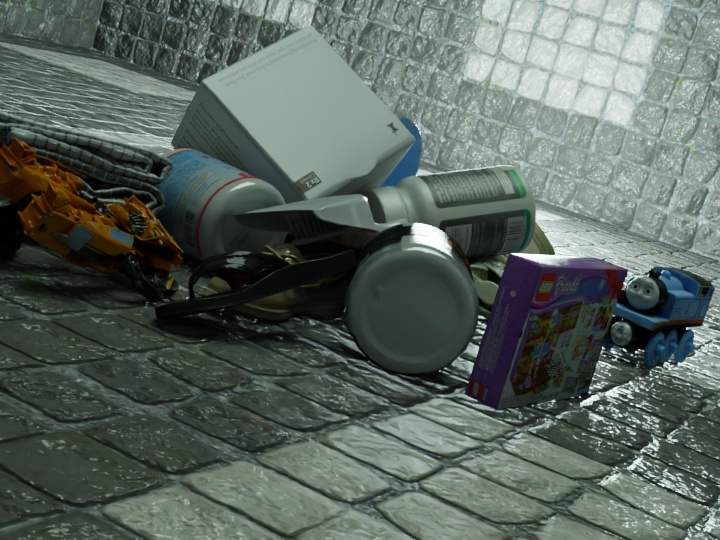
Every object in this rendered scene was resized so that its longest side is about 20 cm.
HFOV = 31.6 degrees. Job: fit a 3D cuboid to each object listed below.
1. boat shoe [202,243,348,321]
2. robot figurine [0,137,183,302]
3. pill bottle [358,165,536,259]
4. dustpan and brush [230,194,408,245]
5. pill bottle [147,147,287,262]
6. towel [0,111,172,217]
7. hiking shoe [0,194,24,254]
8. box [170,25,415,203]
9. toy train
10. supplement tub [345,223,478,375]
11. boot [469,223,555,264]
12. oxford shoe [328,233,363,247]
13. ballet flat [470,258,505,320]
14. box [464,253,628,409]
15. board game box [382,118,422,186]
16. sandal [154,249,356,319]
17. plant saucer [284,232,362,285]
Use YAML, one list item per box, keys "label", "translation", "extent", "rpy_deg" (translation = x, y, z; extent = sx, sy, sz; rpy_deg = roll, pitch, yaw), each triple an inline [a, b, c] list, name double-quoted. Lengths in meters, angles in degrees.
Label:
- label: "boat shoe"
  translation: [-0.078, 0.006, 1.248]
  extent: [0.074, 0.069, 0.200]
  rpy_deg: [22, 11, 29]
- label: "robot figurine"
  translation: [-0.238, -0.042, 1.142]
  extent: [0.145, 0.058, 0.200]
  rpy_deg: [47, 11, 34]
- label: "pill bottle"
  translation: [0.104, -0.065, 1.561]
  extent: [0.200, 0.113, 0.113]
  rpy_deg: [-8, 19, -22]
- label: "dustpan and brush"
  translation: [-0.015, -0.049, 1.314]
  extent: [0.200, 0.057, 0.139]
  rpy_deg: [-14, 8, -39]
- label: "pill bottle"
  translation: [-0.177, -0.072, 1.403]
  extent: [0.109, 0.109, 0.200]
  rpy_deg: [7, 14, -43]
- label: "towel"
  translation: [-0.308, -0.095, 1.294]
  extent: [0.200, 0.086, 0.166]
  rpy_deg: [14, -6, -21]
- label: "hiking shoe"
  translation: [-0.370, -0.046, 1.100]
  extent: [0.100, 0.076, 0.200]
  rpy_deg: [10, 0, 11]
- label: "box"
  translation: [-0.081, -0.156, 1.534]
  extent: [0.200, 0.131, 0.199]
  rpy_deg: [49, 51, 8]
- label: "toy train"
  translation: [0.370, 0.053, 1.589]
  extent: [0.087, 0.114, 0.200]
  rpy_deg: [22, 11, 32]
- label: "supplement tub"
  translation: [0.050, 0.021, 1.225]
  extent: [0.122, 0.123, 0.200]
  rpy_deg: [16, 11, -1]
- label: "boot"
  translation: [0.150, -0.049, 1.703]
  extent: [0.200, 0.073, 0.155]
  rpy_deg: [36, 40, 22]
- label: "oxford shoe"
  translation: [-0.025, -0.040, 1.598]
  extent: [0.200, 0.071, 0.074]
  rpy_deg: [14, 16, -8]
- label: "ballet flat"
  translation: [0.155, 0.022, 1.517]
  extent: [0.072, 0.072, 0.200]
  rpy_deg: [12, 10, -24]
- label: "box"
  translation: [0.181, 0.056, 1.209]
  extent: [0.039, 0.137, 0.200]
  rpy_deg: [23, 11, 32]
- label: "board game box"
  translation: [0.023, -0.120, 1.804]
  extent: [0.039, 0.200, 0.158]
  rpy_deg: [34, 42, -35]
- label: "sandal"
  translation: [-0.098, 0.002, 1.135]
  extent: [0.200, 0.048, 0.075]
  rpy_deg: [-17, 2, -32]
- label: "plant saucer"
  translation: [0.000, 0.000, 1.421]
  extent: [0.200, 0.037, 0.200]
  rpy_deg: [14, -3, 1]
